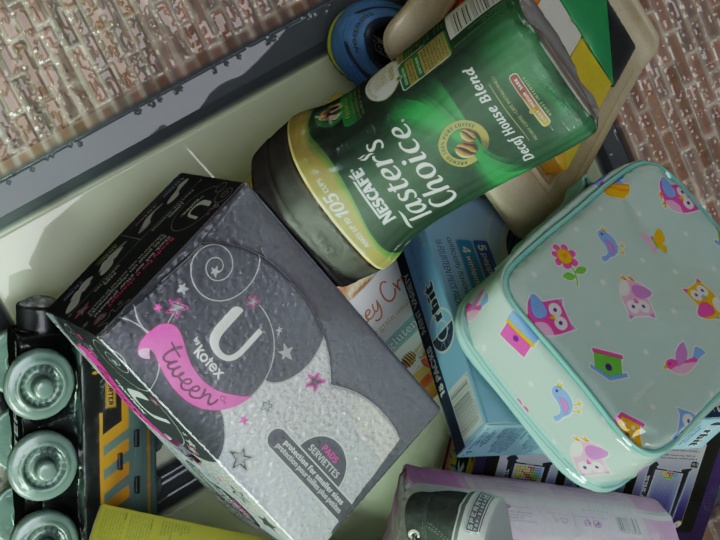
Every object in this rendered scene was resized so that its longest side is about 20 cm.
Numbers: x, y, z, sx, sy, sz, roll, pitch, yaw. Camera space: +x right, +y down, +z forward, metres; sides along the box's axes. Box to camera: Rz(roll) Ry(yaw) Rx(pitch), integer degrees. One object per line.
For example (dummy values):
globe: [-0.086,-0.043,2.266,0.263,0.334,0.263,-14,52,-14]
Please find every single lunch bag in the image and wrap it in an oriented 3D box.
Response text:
lunch bag: [0.159,0.027,0.972,0.161,0.077,0.199,48,48,8]

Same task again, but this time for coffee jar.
coffee jar: [0.035,-0.078,0.938,0.199,0.086,0.104,-33,120,16]

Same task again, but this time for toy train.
toy train: [-0.182,0.113,1.028,0.113,0.085,0.203,-5,103,-25]

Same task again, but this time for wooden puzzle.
wooden puzzle: [0.117,-0.151,1.031,0.186,0.037,0.201,52,57,-27]

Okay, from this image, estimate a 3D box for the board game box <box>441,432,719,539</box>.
board game box: [0.159,0.140,1.123,0.197,0.057,0.167,5,115,-17]

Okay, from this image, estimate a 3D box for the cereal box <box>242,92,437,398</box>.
cereal box: [0.000,0.000,1.076,0.144,0.040,0.200,-44,109,-4]

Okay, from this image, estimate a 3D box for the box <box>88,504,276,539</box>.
box: [-0.077,0.209,0.993,0.197,0.050,0.076,14,111,-4]

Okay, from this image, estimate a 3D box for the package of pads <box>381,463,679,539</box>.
package of pads: [0.106,0.204,1.064,0.198,0.076,0.122,9,119,-18]

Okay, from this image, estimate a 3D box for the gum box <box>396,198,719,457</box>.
gum box: [0.131,0.035,1.035,0.198,0.171,0.045,3,145,-30]

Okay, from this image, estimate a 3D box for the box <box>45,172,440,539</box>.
box: [-0.072,0.058,0.968,0.132,0.114,0.200,-47,113,-15]

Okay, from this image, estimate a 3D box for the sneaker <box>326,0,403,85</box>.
sneaker: [0.071,-0.122,1.054,0.198,0.078,0.067,22,91,-20]

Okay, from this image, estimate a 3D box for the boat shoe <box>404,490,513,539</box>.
boat shoe: [0.066,0.211,0.985,0.056,0.069,0.202,8,129,21]
